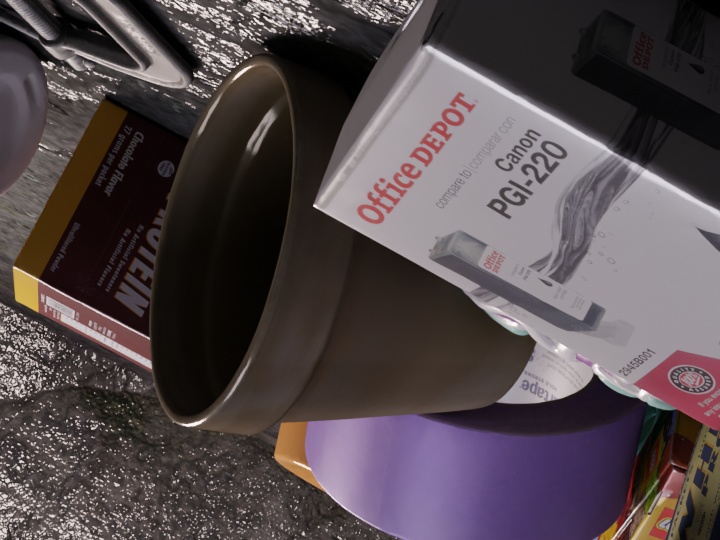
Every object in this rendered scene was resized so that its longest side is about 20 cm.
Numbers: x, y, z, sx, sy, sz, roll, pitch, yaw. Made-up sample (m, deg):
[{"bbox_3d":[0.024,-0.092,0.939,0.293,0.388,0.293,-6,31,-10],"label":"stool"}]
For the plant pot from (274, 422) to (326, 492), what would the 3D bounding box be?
[{"bbox_3d":[0.020,0.119,1.812,0.199,0.140,0.200,27,170,5],"label":"plant pot"}]

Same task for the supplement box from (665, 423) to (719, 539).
[{"bbox_3d":[0.268,0.119,1.109,0.199,0.135,0.200,18,170,3],"label":"supplement box"}]

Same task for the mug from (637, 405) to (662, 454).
[{"bbox_3d":[0.124,0.107,1.554,0.152,0.115,0.185,28,170,-5],"label":"mug"}]

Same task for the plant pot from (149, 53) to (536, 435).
[{"bbox_3d":[0.000,0.000,1.219,0.173,0.201,0.200,13,176,-24],"label":"plant pot"}]

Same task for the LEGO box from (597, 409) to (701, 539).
[{"bbox_3d":[0.255,0.169,1.360,0.199,0.077,0.149,20,132,-3],"label":"LEGO box"}]

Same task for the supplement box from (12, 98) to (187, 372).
[{"bbox_3d":[-0.130,-0.001,1.616,0.199,0.133,0.197,28,169,-4],"label":"supplement box"}]

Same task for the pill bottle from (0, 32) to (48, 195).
[{"bbox_3d":[-0.322,-0.128,1.526,0.199,0.120,0.120,22,169,27],"label":"pill bottle"}]

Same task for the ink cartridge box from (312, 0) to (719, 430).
[{"bbox_3d":[0.099,-0.038,0.885,0.199,0.085,0.146,30,150,-5],"label":"ink cartridge box"}]

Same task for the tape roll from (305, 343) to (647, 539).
[{"bbox_3d":[0.070,0.081,1.351,0.199,0.085,0.200,7,-153,-4],"label":"tape roll"}]

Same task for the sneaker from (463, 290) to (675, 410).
[{"bbox_3d":[0.088,-0.005,1.049,0.200,0.078,0.140,16,165,48],"label":"sneaker"}]

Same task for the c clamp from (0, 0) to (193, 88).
[{"bbox_3d":[-0.182,-0.151,1.309,0.170,0.027,0.200,24,170,19],"label":"c clamp"}]
